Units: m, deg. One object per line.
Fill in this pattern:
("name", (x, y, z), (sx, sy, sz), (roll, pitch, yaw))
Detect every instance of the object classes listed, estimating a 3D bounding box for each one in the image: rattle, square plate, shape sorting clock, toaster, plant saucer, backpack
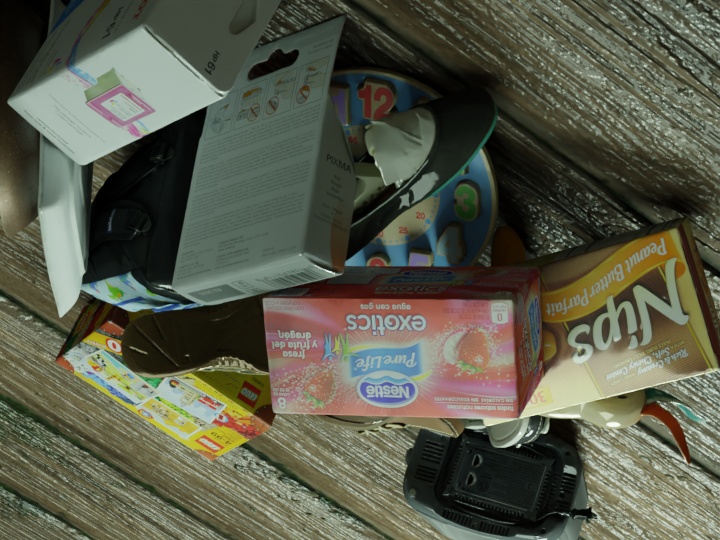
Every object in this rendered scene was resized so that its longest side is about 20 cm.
("rattle", (0.200, 0.058, 1.528), (0.199, 0.130, 0.144), (29, 117, 35))
("square plate", (-0.241, -0.091, 1.528), (0.028, 0.202, 0.198), (1, 154, -3))
("shape sorting clock", (0.014, -0.067, 1.482), (0.198, 0.039, 0.202), (10, 117, 20))
("toaster", (0.143, 0.215, 1.792), (0.198, 0.114, 0.129), (13, 162, 19))
("plant saucer", (-0.272, -0.128, 1.514), (0.036, 0.202, 0.201), (0, 148, -4))
("backpack", (-0.177, -0.032, 1.614), (0.153, 0.164, 0.199), (26, 155, -36))

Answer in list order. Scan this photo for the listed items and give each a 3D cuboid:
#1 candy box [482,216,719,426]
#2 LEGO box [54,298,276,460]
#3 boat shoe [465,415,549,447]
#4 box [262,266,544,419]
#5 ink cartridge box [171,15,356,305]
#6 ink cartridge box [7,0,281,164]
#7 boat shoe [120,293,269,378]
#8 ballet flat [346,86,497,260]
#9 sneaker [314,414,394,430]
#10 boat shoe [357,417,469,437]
("candy box", (0.177, 0.041, 1.462), (0.199, 0.055, 0.116), (-16, 97, 21))
("LEGO box", (-0.188, 0.096, 1.889), (0.199, 0.078, 0.149), (34, 148, -16))
("boat shoe", (0.140, 0.126, 1.664), (0.060, 0.075, 0.200), (11, 173, -9))
("box", (0.035, 0.053, 1.428), (0.198, 0.103, 0.096), (0, 105, 17))
("ink cartridge box", (-0.066, -0.081, 1.430), (0.050, 0.202, 0.162), (28, 152, -36))
("ink cartridge box", (-0.155, -0.178, 1.382), (0.085, 0.145, 0.199), (41, 145, -25))
("boat shoe", (-0.099, 0.052, 1.555), (0.198, 0.074, 0.063), (-2, -178, 2))
("ballet flat", (0.018, -0.072, 1.408), (0.068, 0.068, 0.200), (20, 128, -41))
("sneaker", (0.024, 0.097, 1.652), (0.199, 0.071, 0.075), (-9, 157, 35))
("boat shoe", (0.012, 0.121, 1.746), (0.199, 0.074, 0.076), (20, 156, 40))
